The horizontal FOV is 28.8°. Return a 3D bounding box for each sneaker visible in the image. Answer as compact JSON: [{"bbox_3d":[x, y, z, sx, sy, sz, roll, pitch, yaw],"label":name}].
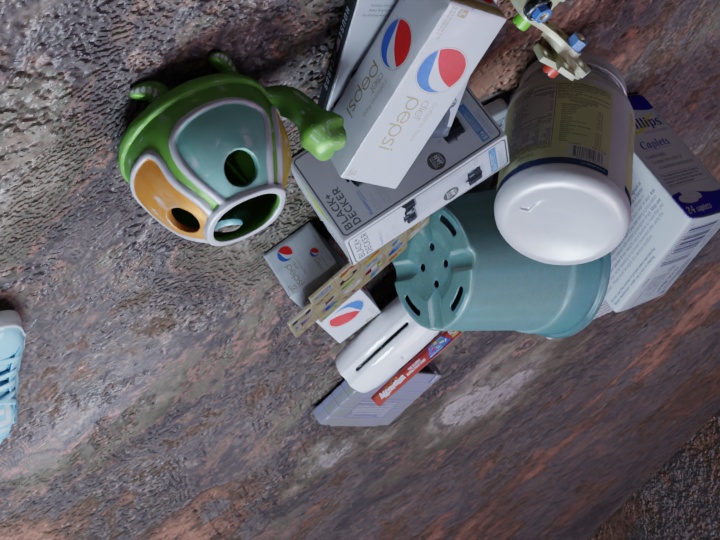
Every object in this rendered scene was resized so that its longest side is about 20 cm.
[{"bbox_3d":[-0.360,0.120,1.385,0.073,0.082,0.201,-18,151,-35],"label":"sneaker"}]

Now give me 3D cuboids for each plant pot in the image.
[{"bbox_3d":[0.155,-0.013,1.646,0.195,0.201,0.201,-4,143,-36],"label":"plant pot"}]

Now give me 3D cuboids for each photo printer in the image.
[{"bbox_3d":[0.054,0.075,1.787,0.166,0.070,0.200,-43,176,17],"label":"photo printer"}]

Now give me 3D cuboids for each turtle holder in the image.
[{"bbox_3d":[-0.116,-0.097,1.239,0.185,0.132,0.141,-7,143,-46],"label":"turtle holder"}]

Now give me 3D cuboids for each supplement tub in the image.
[{"bbox_3d":[0.223,-0.124,1.513,0.143,0.201,0.146,7,142,6],"label":"supplement tub"}]

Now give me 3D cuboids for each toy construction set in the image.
[{"bbox_3d":[0.222,-0.287,1.396,0.131,0.092,0.201,-2,129,-52],"label":"toy construction set"}]

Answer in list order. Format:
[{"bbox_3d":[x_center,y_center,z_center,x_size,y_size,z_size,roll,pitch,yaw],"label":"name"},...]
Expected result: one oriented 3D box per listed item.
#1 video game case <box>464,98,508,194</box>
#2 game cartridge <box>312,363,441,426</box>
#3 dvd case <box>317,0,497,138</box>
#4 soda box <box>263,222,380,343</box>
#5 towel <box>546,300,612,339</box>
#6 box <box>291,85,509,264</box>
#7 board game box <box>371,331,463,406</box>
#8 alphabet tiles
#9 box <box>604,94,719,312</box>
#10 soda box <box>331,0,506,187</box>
[{"bbox_3d":[0.075,-0.100,1.618,0.199,0.024,0.183,-27,155,-18],"label":"video game case"},{"bbox_3d":[0.024,0.180,2.062,0.129,0.039,0.199,-40,156,20],"label":"game cartridge"},{"bbox_3d":[0.044,-0.205,1.311,0.149,0.025,0.201,-6,136,-26],"label":"dvd case"},{"bbox_3d":[-0.041,0.018,1.636,0.068,0.064,0.200,-36,157,3],"label":"soda box"},{"bbox_3d":[0.353,0.005,2.110,0.199,0.086,0.166,-23,155,-29],"label":"towel"},{"bbox_3d":[0.040,-0.111,1.439,0.199,0.117,0.060,-32,156,-4],"label":"box"},{"bbox_3d":[0.097,0.098,1.804,0.103,0.019,0.200,-36,173,-48],"label":"board game box"},{"bbox_3d":[0.000,0.000,1.526,0.200,0.006,0.166,-41,171,-5],"label":"alphabet tiles"},{"bbox_3d":[0.338,-0.087,1.768,0.104,0.201,0.184,-16,150,-38],"label":"box"},{"bbox_3d":[0.044,-0.173,1.264,0.068,0.064,0.201,8,128,-36],"label":"soda box"}]
